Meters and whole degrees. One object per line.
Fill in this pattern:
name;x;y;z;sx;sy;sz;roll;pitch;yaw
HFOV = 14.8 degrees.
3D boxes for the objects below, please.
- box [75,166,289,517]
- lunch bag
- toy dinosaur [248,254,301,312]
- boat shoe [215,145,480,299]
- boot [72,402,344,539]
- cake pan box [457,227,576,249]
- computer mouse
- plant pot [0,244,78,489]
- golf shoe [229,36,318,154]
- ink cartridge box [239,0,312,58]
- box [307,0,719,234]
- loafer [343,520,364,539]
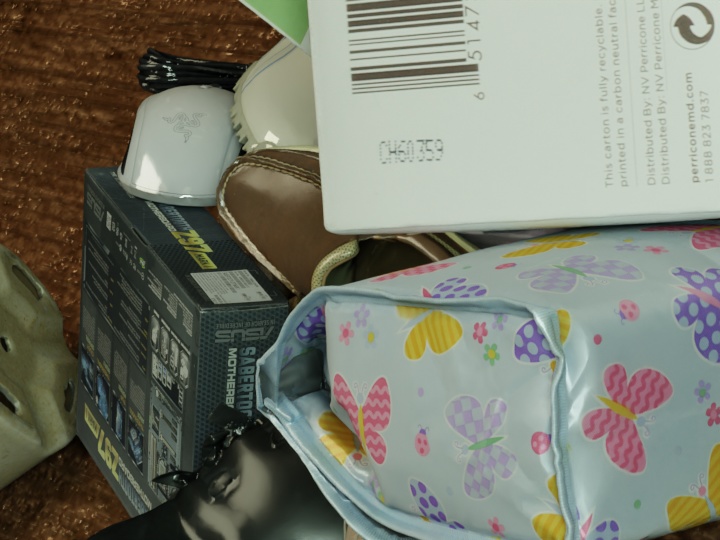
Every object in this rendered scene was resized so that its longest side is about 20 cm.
box;-0.094;0.052;1.406;0.200;0.051;0.158;-134;45;-60
lunch bag;0.078;0.046;1.118;0.200;0.169;0.127;8;106;52
toy dinosaur;-0.040;-0.022;1.439;0.106;0.060;0.200;98;-171;-72
boat shoe;0.002;-0.006;1.295;0.202;0.075;0.075;27;105;31
boot;-0.034;0.158;1.259;0.162;0.073;0.198;-32;69;-8
cake pan box;0.094;-0.085;1.354;0.200;0.052;0.184;9;70;57
computer mouse;-0.078;-0.085;1.483;0.200;0.109;0.044;-73;-10;-69
plant pot;-0.266;0.077;1.589;0.183;0.200;0.201;-26;40;22
golf shoe;-0.004;-0.117;1.432;0.097;0.078;0.200;-51;10;37
ink cartridge box;0.023;-0.129;1.251;0.048;0.200;0.146;-5;57;53
box;0.091;-0.119;1.128;0.200;0.131;0.199;-3;94;30
loafer;0.021;0.139;1.206;0.200;0.072;0.063;-67;11;-17
